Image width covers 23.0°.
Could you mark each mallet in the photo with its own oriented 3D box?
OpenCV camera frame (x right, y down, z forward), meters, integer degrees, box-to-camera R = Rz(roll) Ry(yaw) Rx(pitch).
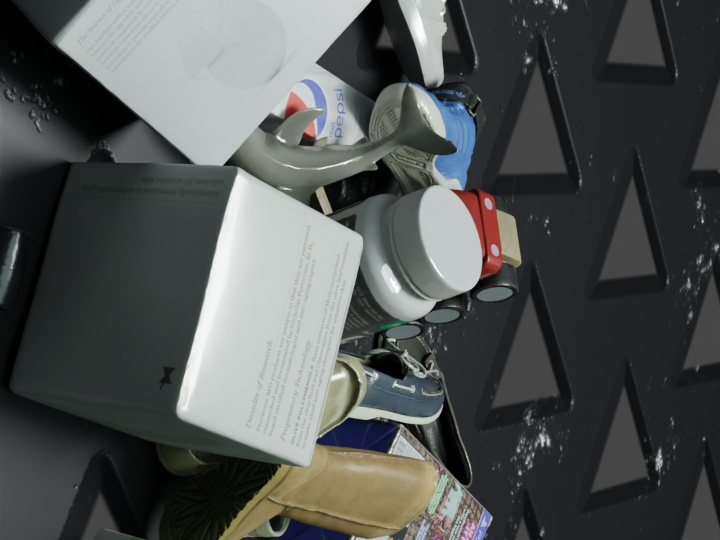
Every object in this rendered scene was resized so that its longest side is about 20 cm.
[{"bbox_3d":[-0.326,-0.031,1.309,0.199,0.041,0.067,30,73,-45],"label":"mallet"}]

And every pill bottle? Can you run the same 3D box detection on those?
[{"bbox_3d":[0.000,0.000,1.556,0.113,0.199,0.114,29,51,-44],"label":"pill bottle"}]

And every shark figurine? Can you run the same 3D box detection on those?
[{"bbox_3d":[-0.032,-0.085,1.547,0.212,0.129,0.090,-5,57,-19],"label":"shark figurine"}]

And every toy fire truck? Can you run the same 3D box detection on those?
[{"bbox_3d":[0.027,-0.036,1.647,0.199,0.175,0.130,19,57,-46],"label":"toy fire truck"}]

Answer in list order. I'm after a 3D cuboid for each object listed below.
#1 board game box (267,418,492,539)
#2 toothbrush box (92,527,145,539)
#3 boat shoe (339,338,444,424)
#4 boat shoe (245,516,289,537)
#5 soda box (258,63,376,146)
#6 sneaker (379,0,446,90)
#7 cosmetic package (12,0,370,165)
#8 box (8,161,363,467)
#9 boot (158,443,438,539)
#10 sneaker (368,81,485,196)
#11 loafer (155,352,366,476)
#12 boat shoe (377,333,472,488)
[{"bbox_3d":[0.020,0.259,1.730,0.200,0.096,0.161,48,59,-43],"label":"board game box"},{"bbox_3d":[-0.164,0.306,1.425,0.146,0.198,0.086,-57,135,-29],"label":"toothbrush box"},{"bbox_3d":[0.022,0.102,1.680,0.199,0.075,0.062,10,105,-49],"label":"boat shoe"},{"bbox_3d":[-0.078,0.145,1.618,0.072,0.062,0.203,9,87,-51],"label":"boat shoe"},{"bbox_3d":[-0.071,-0.157,1.581,0.199,0.068,0.064,28,74,-50],"label":"soda box"},{"bbox_3d":[0.077,-0.277,1.713,0.115,0.074,0.202,-24,116,-16],"label":"sneaker"},{"bbox_3d":[-0.136,-0.221,1.390,0.200,0.123,0.200,-47,137,2],"label":"cosmetic package"},{"bbox_3d":[-0.139,0.034,1.419,0.171,0.197,0.202,26,73,-49],"label":"box"},{"bbox_3d":[-0.052,0.211,1.546,0.199,0.175,0.067,20,41,-47],"label":"boot"},{"bbox_3d":[0.065,-0.145,1.671,0.200,0.076,0.112,61,40,-56],"label":"sneaker"},{"bbox_3d":[-0.079,0.131,1.545,0.198,0.068,0.076,-23,100,-16],"label":"loafer"},{"bbox_3d":[0.072,0.139,1.808,0.067,0.057,0.202,-40,125,-40],"label":"boat shoe"}]
